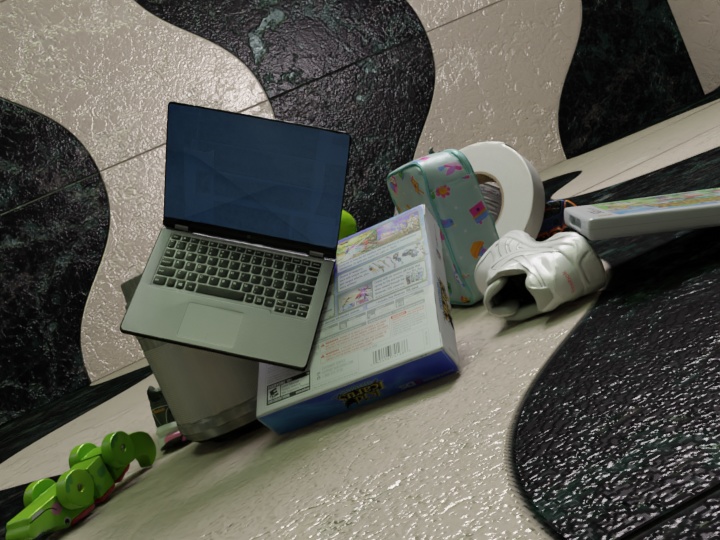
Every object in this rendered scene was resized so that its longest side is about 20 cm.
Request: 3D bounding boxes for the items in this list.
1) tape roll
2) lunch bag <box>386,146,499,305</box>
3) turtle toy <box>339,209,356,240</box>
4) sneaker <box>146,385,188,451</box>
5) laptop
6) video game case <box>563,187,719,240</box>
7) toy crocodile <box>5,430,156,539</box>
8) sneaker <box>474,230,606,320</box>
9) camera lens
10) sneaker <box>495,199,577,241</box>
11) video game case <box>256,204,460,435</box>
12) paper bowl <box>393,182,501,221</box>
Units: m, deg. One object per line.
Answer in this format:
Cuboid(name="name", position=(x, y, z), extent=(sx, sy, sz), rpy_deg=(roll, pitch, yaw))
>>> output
Cuboid(name="tape roll", position=(0.170, -0.086, 1.153), extent=(0.202, 0.205, 0.037), rpy_deg=(-21, -28, 36))
Cuboid(name="lunch bag", position=(0.111, -0.058, 1.039), extent=(0.077, 0.202, 0.160), rpy_deg=(-23, 5, -12))
Cuboid(name="turtle toy", position=(0.000, 0.000, 1.087), extent=(0.145, 0.200, 0.101), rpy_deg=(-31, -23, -29))
Cuboid(name="sneaker", position=(-0.208, 0.152, 1.035), extent=(0.080, 0.087, 0.200), rpy_deg=(-21, 4, 13))
Cuboid(name="laptop", position=(-0.120, -0.035, 0.765), extent=(0.185, 0.201, 0.116), rpy_deg=(11, -32, 6))
Cuboid(name="video game case", position=(0.309, -0.059, 0.779), extent=(0.198, 0.022, 0.182), rpy_deg=(-6, 7, 8))
Cuboid(name="toy crocodile", position=(-0.289, 0.225, 0.843), extent=(0.067, 0.062, 0.200), rpy_deg=(-22, 9, 22))
Cuboid(name="sneaker", position=(0.156, 0.009, 0.826), extent=(0.099, 0.078, 0.200), rpy_deg=(-29, 4, -18))
Cuboid(name="camera lens", position=(-0.160, 0.077, 0.896), extent=(0.159, 0.201, 0.160), rpy_deg=(-24, 4, 2))
Cuboid(name="sneaker", position=(0.238, -0.046, 1.172), extent=(0.199, 0.076, 0.078), rpy_deg=(-16, -6, 33))
Cuboid(name="video game case", position=(-0.008, 0.047, 0.790), extent=(0.199, 0.045, 0.182), rpy_deg=(-22, 45, 20))
Cuboid(name="paper bowl", position=(0.154, -0.076, 1.342), extent=(0.199, 0.105, 0.201), rpy_deg=(7, -15, 2))
